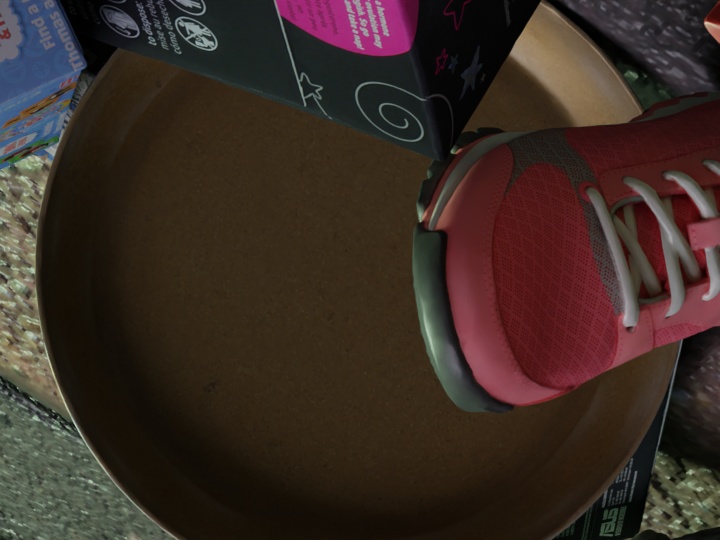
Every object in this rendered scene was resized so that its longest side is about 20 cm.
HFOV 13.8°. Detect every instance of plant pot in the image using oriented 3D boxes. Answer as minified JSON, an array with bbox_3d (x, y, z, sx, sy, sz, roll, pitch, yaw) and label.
[{"bbox_3d":[0.000,0.000,0.913,0.200,0.200,0.027,33,172,-3],"label":"plant pot"}]

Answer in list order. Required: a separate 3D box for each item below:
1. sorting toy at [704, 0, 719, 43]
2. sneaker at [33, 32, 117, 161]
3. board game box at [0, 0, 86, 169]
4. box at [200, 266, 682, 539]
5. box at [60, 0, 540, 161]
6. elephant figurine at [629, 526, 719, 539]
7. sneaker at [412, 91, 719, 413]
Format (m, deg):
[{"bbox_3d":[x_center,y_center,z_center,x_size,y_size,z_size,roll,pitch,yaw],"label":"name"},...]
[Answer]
[{"bbox_3d":[0.167,-0.057,0.656,0.199,0.070,0.200,34,155,16],"label":"sorting toy"},{"bbox_3d":[-0.048,-0.048,1.008,0.200,0.077,0.085,30,147,-1],"label":"sneaker"},{"bbox_3d":[-0.133,-0.110,0.890,0.152,0.037,0.200,64,170,0],"label":"board game box"},{"bbox_3d":[0.024,0.048,1.024,0.160,0.044,0.200,-11,151,-6],"label":"box"},{"bbox_3d":[-0.021,-0.146,0.764,0.132,0.115,0.200,21,152,24],"label":"box"},{"bbox_3d":[0.114,0.142,1.083,0.141,0.156,0.200,15,157,19],"label":"elephant figurine"},{"bbox_3d":[0.090,-0.017,0.820,0.087,0.200,0.074,-10,99,39],"label":"sneaker"}]
